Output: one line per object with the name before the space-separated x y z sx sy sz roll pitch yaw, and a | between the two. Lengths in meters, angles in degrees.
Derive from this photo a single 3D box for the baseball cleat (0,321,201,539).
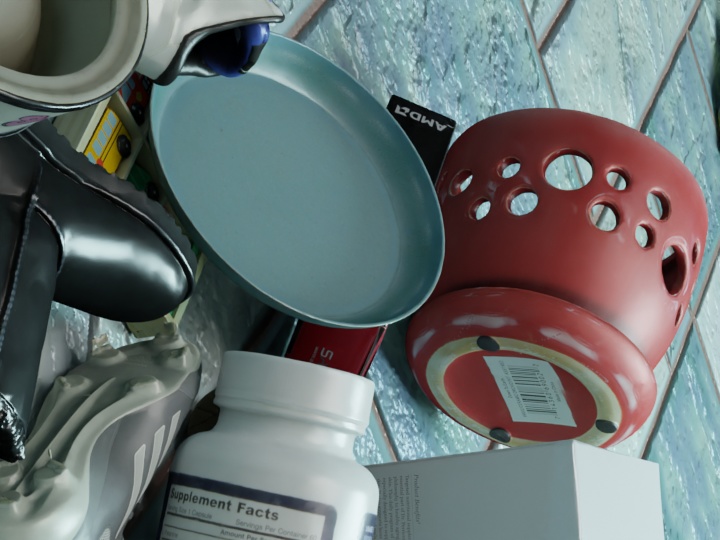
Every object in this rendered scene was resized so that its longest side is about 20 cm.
baseball cleat | -0.135 0.110 1.085 0.200 0.069 0.107 -46 136 -55

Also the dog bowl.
dog bowl | -0.192 -0.146 0.973 0.200 0.074 0.201 33 42 -35

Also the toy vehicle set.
toy vehicle set | -0.114 -0.075 1.220 0.125 0.026 0.201 62 31 -34

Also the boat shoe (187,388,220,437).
boat shoe | -0.051 0.165 1.213 0.067 0.072 0.201 18 66 -63

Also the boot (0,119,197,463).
boot | -0.161 0.016 1.036 0.198 0.073 0.163 45 40 -40

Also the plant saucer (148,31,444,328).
plant saucer | -0.039 -0.049 1.216 0.199 0.027 0.201 25 44 -26

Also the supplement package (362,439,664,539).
supplement package | 0.070 0.194 1.307 0.150 0.199 0.153 20 64 -61

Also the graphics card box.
graphics card box | 0.000 0.000 1.331 0.200 0.051 0.126 -68 -179 -46

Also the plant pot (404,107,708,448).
plant pot | 0.129 0.015 1.515 0.201 0.199 0.183 56 44 -41

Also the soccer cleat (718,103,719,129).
soccer cleat | 0.420 -0.201 2.346 0.084 0.064 0.201 33 52 -54

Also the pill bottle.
pill bottle | -0.052 0.148 1.118 0.111 0.110 0.201 24 76 -60

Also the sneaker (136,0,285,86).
sneaker | -0.093 -0.168 1.191 0.115 0.080 0.200 36 49 -15
